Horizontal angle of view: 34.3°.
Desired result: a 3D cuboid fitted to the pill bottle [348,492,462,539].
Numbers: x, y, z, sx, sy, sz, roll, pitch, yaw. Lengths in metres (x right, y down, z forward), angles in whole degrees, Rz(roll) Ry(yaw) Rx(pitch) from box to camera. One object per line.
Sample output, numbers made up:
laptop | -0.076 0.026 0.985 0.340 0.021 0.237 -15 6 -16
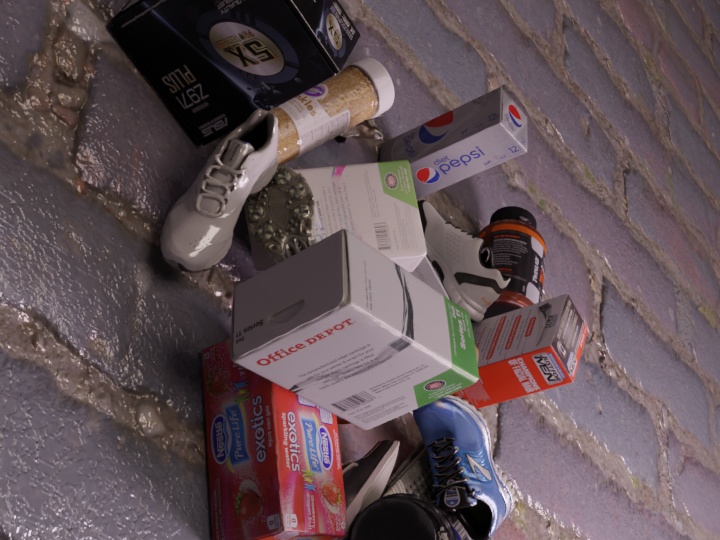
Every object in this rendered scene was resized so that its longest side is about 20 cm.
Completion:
pill bottle | 0.048 0.289 1.187 0.200 0.110 0.113 64 18 -68

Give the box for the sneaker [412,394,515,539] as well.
sneaker | 0.118 0.232 1.366 0.201 0.078 0.089 60 34 -17

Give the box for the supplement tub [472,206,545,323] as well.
supplement tub | 0.210 0.002 1.659 0.107 0.106 0.202 45 40 -32

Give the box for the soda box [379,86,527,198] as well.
soda box | 0.119 -0.161 1.527 0.068 0.199 0.064 38 44 -37

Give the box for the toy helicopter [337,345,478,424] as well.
toy helicopter | 0.028 0.092 1.253 0.133 0.197 0.080 62 29 -44

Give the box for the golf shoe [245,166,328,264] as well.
golf shoe | -0.060 -0.017 1.222 0.201 0.078 0.097 67 5 37

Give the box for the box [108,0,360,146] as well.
box | -0.130 -0.248 1.205 0.164 0.198 0.087 54 34 -23

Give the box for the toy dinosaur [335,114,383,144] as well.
toy dinosaur | -0.058 -0.215 1.432 0.200 0.077 0.103 50 25 -19

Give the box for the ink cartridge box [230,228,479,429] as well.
ink cartridge box | -0.005 0.061 1.093 0.199 0.146 0.084 33 42 -42

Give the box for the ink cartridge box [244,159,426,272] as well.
ink cartridge box | -0.036 -0.051 1.309 0.197 0.067 0.119 -6 74 -16

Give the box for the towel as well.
towel | 0.091 0.314 1.389 0.192 0.034 0.202 -32 102 -54

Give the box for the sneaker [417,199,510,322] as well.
sneaker | 0.131 -0.026 1.540 0.073 0.080 0.201 22 29 -50

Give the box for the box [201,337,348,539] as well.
box | -0.085 0.167 1.139 0.099 0.095 0.203 19 57 -49

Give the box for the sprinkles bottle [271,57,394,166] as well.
sprinkles bottle | -0.052 -0.177 1.333 0.199 0.068 0.069 -32 100 -31

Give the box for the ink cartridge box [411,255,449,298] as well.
ink cartridge box | 0.072 0.016 1.476 0.110 0.050 0.200 61 1 -14

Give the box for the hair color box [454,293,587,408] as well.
hair color box | 0.177 0.110 1.463 0.064 0.198 0.111 55 36 -19

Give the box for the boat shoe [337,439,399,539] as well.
boat shoe | -0.014 0.237 1.240 0.200 0.060 0.075 -50 157 -53

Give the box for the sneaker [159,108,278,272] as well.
sneaker | -0.142 -0.086 1.171 0.074 0.087 0.201 25 57 1
